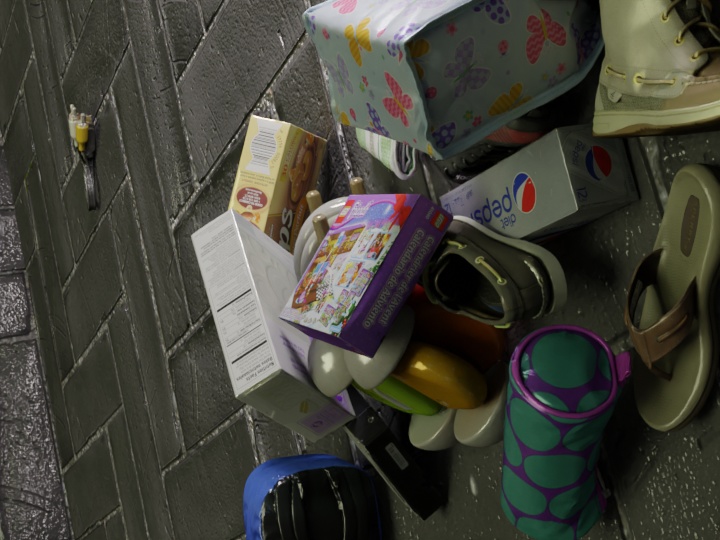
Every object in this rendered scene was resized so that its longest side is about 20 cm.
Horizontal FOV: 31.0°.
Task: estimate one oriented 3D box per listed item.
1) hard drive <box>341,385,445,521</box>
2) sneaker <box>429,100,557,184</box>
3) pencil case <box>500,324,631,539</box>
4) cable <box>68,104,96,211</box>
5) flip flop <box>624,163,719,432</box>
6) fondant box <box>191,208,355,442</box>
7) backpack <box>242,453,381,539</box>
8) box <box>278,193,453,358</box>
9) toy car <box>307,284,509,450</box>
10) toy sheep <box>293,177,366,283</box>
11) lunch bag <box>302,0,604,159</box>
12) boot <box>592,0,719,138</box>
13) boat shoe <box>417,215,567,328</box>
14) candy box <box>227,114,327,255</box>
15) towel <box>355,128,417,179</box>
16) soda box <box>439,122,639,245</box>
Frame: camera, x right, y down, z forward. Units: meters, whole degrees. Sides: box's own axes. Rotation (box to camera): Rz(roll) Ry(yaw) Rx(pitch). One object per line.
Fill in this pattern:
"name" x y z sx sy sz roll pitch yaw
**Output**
"hard drive" 0.002 0.165 1.381 0.140 0.038 0.200 55 174 -38
"sneaker" 0.109 -0.121 1.133 0.200 0.070 0.099 -154 61 -63
"pencil case" 0.158 0.132 1.027 0.201 0.091 0.086 84 -171 -51
"cable" -0.531 -0.216 2.464 0.097 0.050 0.202 -140 50 -56
"flip flop" 0.223 0.021 0.944 0.081 0.057 0.202 42 133 54
"fondant box" -0.087 0.056 1.297 0.058 0.144 0.201 -30 54 16
"backpack" -0.066 0.313 1.504 0.167 0.161 0.203 -169 73 -67
"box" 0.000 0.000 1.148 0.138 0.039 0.200 -60 17 -6
"toy car" 0.061 0.071 1.215 0.200 0.174 0.151 -21 42 63
"toy sheep" -0.008 -0.017 1.341 0.200 0.136 0.140 -96 8 -70
"lunch bag" 0.081 -0.191 1.025 0.169 0.199 0.128 30 143 56
"boot" 0.224 -0.173 0.884 0.199 0.071 0.157 -178 84 -65
"boat shoe" 0.087 0.002 1.082 0.201 0.060 0.073 18 123 58
"candy box" -0.103 -0.064 1.470 0.055 0.115 0.202 15 91 21
"towel" 0.020 -0.179 1.300 0.200 0.030 0.151 -133 43 -71
"soda box" 0.143 -0.059 1.082 0.200 0.063 0.069 -30 72 62
